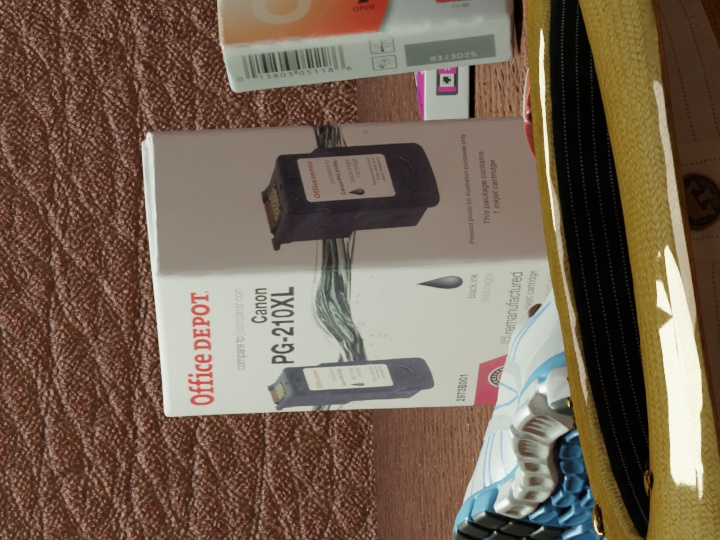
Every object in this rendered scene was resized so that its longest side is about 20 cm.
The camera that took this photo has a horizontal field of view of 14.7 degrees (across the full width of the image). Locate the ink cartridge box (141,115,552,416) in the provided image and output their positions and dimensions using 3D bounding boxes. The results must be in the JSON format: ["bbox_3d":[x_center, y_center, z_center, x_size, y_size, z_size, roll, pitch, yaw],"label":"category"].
[{"bbox_3d":[0.000,0.000,1.322,0.145,0.200,0.084,92,175,-60],"label":"ink cartridge box"}]

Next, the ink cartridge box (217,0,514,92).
[{"bbox_3d":[0.000,-0.199,1.569,0.050,0.162,0.200,79,-175,-60],"label":"ink cartridge box"}]

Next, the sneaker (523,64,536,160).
[{"bbox_3d":[0.082,-0.079,0.872,0.200,0.078,0.116,93,172,-53],"label":"sneaker"}]

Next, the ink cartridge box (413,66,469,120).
[{"bbox_3d":[0.054,-0.160,1.826,0.095,0.037,0.200,-97,4,-62],"label":"ink cartridge box"}]

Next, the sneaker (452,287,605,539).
[{"bbox_3d":[0.085,0.057,1.112,0.200,0.075,0.087,109,167,-62],"label":"sneaker"}]

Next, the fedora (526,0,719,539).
[{"bbox_3d":[0.092,-0.008,0.661,0.201,0.082,0.201,172,90,-86],"label":"fedora"}]
